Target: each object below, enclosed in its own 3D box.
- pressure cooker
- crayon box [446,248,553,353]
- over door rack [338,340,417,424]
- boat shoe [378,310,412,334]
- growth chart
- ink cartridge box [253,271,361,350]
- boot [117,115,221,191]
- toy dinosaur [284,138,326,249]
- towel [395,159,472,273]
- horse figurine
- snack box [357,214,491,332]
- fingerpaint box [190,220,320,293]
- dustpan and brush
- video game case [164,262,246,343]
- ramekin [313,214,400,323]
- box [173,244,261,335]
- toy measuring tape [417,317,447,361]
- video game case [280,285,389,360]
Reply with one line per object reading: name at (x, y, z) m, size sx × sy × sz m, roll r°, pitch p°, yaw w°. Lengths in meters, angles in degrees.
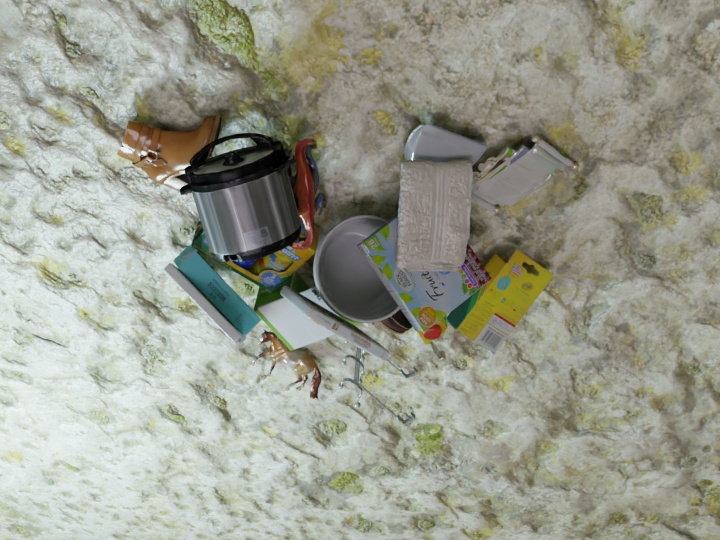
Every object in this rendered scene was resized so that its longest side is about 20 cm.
pressure cooker at (-0.200, -0.135, 1.470) m, size 0.177 × 0.175 × 0.203 m, roll 3°, pitch 117°, yaw 40°
crayon box at (0.279, 0.054, 1.698) m, size 0.126 × 0.051 × 0.201 m, roll 30°, pitch 102°, yaw -34°
over door rack at (0.035, 0.248, 1.909) m, size 0.199 × 0.149 × 0.067 m, roll 33°, pitch 129°, yaw -23°
boat shoe at (0.047, 0.060, 1.774) m, size 0.070 × 0.071 × 0.199 m, roll -29°, pitch 125°, yaw 36°
growth chart at (0.273, -0.171, 1.532) m, size 0.199 × 0.018 × 0.144 m, roll -31°, pitch 136°, yaw 33°
ink cartridge box at (-0.103, 0.073, 1.807) m, size 0.198 × 0.076 × 0.148 m, roll -21°, pitch 128°, yaw 24°
boot at (-0.347, -0.237, 1.542) m, size 0.154 × 0.077 × 0.200 m, roll 29°, pitch 139°, yaw -15°
toy dinosaur at (-0.116, -0.130, 1.546) m, size 0.103 × 0.200 × 0.185 m, roll -8°, pitch 90°, yaw -2°
towel at (0.129, -0.095, 1.505) m, size 0.130 × 0.034 × 0.203 m, roll -1°, pitch 105°, yaw -12°
horse figurine at (-0.165, 0.218, 1.971) m, size 0.198 × 0.050 × 0.133 m, roll 31°, pitch 121°, yaw -11°
snack box at (0.118, -0.015, 1.577) m, size 0.168 × 0.068 × 0.201 m, roll -35°, pitch 94°, yaw -10°
fingerpaint box at (-0.207, -0.065, 1.682) m, size 0.199 × 0.074 × 0.166 m, roll 32°, pitch 131°, yaw -23°
dustpan and brush at (0.121, -0.186, 1.541) m, size 0.138 × 0.058 × 0.201 m, roll 15°, pitch 130°, yaw -25°
video game case at (-0.313, 0.070, 1.736) m, size 0.200 × 0.023 × 0.182 m, roll 45°, pitch 173°, yaw 1°
ramekin at (0.000, 0.000, 1.638) m, size 0.198 × 0.203 × 0.105 m, roll 19°, pitch 173°, yaw -11°
box at (-0.291, 0.040, 1.727) m, size 0.049 × 0.082 × 0.200 m, roll -44°, pitch 111°, yaw -7°
toy measuring tape at (0.167, 0.132, 1.838) m, size 0.073 × 0.074 × 0.200 m, roll -15°, pitch 139°, yaw 21°
video game case at (-0.053, 0.100, 1.648) m, size 0.181 × 0.200 × 0.023 m, roll 31°, pitch 90°, yaw -24°
